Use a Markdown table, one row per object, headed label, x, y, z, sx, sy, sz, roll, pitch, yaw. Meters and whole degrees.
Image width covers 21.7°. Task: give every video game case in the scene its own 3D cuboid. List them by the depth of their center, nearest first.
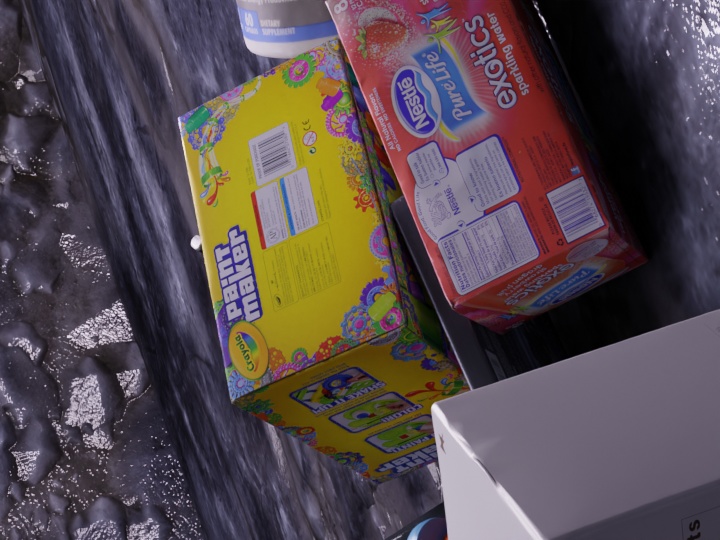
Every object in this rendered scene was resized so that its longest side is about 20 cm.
| label | x | y | z | sx | sy | sz | roll | pitch | yaw |
| --- | --- | --- | --- | --- | --- | --- | --- | --- | --- |
| video game case | 0.090 | 0.044 | 1.121 | 0.200 | 0.019 | 0.144 | 33 | -149 | -60 |

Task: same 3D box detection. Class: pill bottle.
| label | x | y | z | sx | sy | sz | roll | pitch | yaw |
| --- | --- | --- | --- | --- | --- | --- | --- | --- | --- |
| pill bottle | -0.045 | -0.260 | 1.310 | 0.114 | 0.113 | 0.201 | -139 | 35 | -64 |

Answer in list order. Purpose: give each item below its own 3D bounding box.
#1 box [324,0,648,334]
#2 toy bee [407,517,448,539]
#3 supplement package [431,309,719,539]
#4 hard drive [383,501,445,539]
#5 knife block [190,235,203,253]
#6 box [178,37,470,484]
| label | x | y | z | sx | sy | sz | roll | pitch | yaw |
| --- | --- | --- | --- | --- | --- | --- | --- | --- | --- |
| box | 0.070 | -0.079 | 1.046 | 0.095 | 0.099 | 0.201 | 28 | -143 | -66 |
| toy bee | 0.071 | 0.188 | 1.091 | 0.109 | 0.200 | 0.131 | 52 | 158 | -2 |
| supplement package | 0.147 | 0.105 | 0.815 | 0.121 | 0.199 | 0.121 | -129 | 27 | -57 |
| hard drive | 0.051 | 0.224 | 1.178 | 0.033 | 0.199 | 0.140 | 38 | -158 | -52 |
| knife block | -0.030 | 0.017 | 1.432 | 0.064 | 0.174 | 0.201 | -142 | 37 | -67 |
| box | 0.000 | 0.000 | 1.171 | 0.192 | 0.121 | 0.201 | 37 | -145 | -54 |
